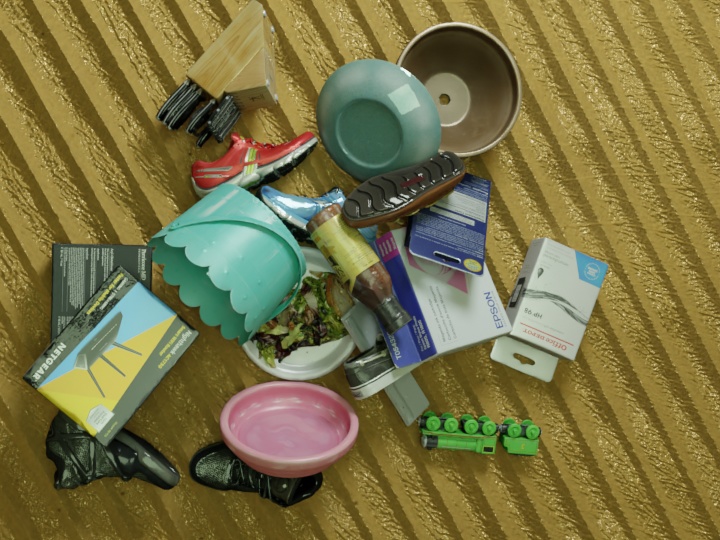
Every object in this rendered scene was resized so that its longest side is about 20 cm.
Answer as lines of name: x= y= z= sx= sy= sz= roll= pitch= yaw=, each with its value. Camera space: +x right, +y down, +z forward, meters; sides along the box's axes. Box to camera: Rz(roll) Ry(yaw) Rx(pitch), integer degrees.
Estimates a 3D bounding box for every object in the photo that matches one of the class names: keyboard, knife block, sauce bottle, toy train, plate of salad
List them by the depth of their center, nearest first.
sauce bottle: x=0.000 y=0.000 z=1.564 sx=0.066 sy=0.066 sz=0.201 roll=-34 pitch=83 yaw=-9
knife block: x=-0.214 y=-0.285 z=1.614 sx=0.174 sy=0.064 sz=0.202 roll=-7 pitch=70 yaw=8
plate of salad: x=-0.090 y=0.064 z=1.641 sx=0.198 sy=0.048 sz=0.202 roll=0 pitch=89 yaw=-10
keyboard: x=0.039 y=0.139 z=1.657 sx=0.056 sy=0.011 sz=0.201 roll=-42 pitch=107 yaw=-39
toy train: x=0.183 y=0.254 z=1.690 sx=0.198 sy=0.042 sz=0.057 roll=6 pitch=98 yaw=-10

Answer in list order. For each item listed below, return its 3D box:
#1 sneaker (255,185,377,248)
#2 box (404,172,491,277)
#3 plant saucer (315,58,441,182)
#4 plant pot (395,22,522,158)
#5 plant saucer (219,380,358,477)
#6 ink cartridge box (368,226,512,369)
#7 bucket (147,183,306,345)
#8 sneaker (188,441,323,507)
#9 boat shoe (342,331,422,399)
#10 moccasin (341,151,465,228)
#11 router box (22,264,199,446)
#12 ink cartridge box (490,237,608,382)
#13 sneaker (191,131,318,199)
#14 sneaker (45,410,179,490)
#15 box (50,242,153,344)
sneaker: x=-0.064 y=-0.087 z=1.646 sx=0.199 sy=0.078 sz=0.091 roll=21 pitch=75 yaw=-18
box: x=0.131 y=-0.074 z=1.637 sx=0.120 sy=0.032 sz=0.201 roll=19 pitch=47 yaw=-9
plant saucer: x=0.019 y=-0.207 z=1.608 sx=0.199 sy=0.039 sz=0.203 roll=11 pitch=122 yaw=18
plant pot: x=0.138 y=-0.266 z=1.668 sx=0.199 sy=0.093 sz=0.203 roll=0 pitch=87 yaw=-10
plant saucer: x=-0.102 y=0.232 z=1.574 sx=0.199 sy=0.201 sz=0.051 roll=-1 pitch=117 yaw=-10
ink cartridge box: x=0.107 y=0.027 z=1.626 sx=0.199 sy=0.043 sz=0.198 roll=-14 pitch=76 yaw=-32
bucket: x=-0.181 y=-0.012 z=1.538 sx=0.207 sy=0.207 sz=0.135 roll=46 pitch=69 yaw=-6
sneaker: x=-0.149 y=0.293 z=1.593 sx=0.198 sy=0.114 sz=0.077 roll=11 pitch=85 yaw=-8
boat shoe: x=0.055 y=0.116 z=1.622 sx=0.199 sy=0.070 sz=0.064 roll=-32 pitch=101 yaw=-39
moccasin: x=0.059 y=-0.107 z=1.581 sx=0.201 sy=0.078 sz=0.074 roll=-31 pitch=64 yaw=-28
router box: x=-0.341 y=0.116 z=1.514 sx=0.149 sy=0.051 sz=0.200 roll=40 pitch=80 yaw=-7
ink cartridge box: x=0.291 y=0.064 z=1.699 sx=0.115 sy=0.067 sz=0.202 roll=22 pitch=85 yaw=-10
sneaker: x=-0.158 y=-0.170 z=1.624 sx=0.199 sy=0.077 sz=0.085 roll=-25 pitch=86 yaw=-11
sneaker: x=-0.361 y=0.280 z=1.567 sx=0.198 sy=0.076 sz=0.115 roll=29 pitch=86 yaw=-5
box: x=-0.370 y=0.064 z=1.576 sx=0.140 sy=0.079 sz=0.202 roll=1 pitch=88 yaw=-8
